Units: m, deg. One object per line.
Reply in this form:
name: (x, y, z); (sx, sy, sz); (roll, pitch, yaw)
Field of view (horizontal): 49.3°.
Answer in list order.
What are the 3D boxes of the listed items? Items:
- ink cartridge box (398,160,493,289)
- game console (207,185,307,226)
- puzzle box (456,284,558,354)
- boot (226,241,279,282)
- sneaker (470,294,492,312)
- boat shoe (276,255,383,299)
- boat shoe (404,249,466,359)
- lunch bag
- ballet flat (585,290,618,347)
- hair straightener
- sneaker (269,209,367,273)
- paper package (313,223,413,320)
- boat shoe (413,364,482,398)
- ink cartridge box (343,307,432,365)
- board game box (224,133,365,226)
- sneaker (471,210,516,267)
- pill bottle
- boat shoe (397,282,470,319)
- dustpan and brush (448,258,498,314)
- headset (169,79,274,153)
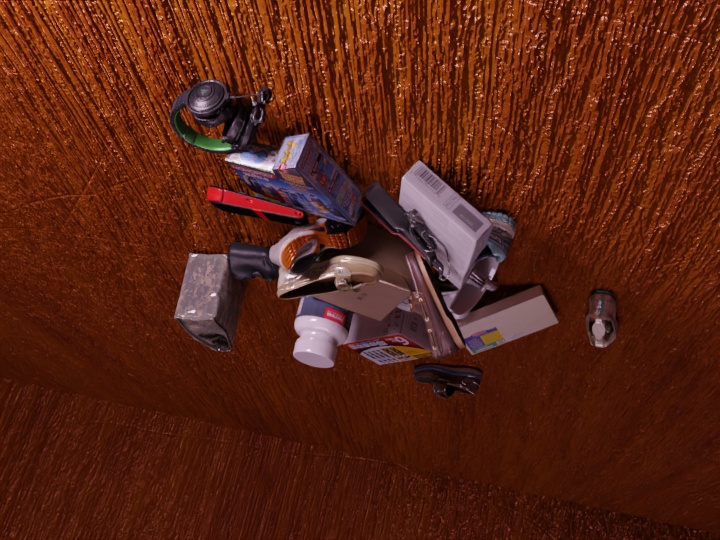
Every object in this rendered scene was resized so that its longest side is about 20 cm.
ink cartridge box: (0.133, -0.069, 1.297); (0.160, 0.047, 0.201); (42, 163, 16)
game console: (-0.179, -0.113, 1.405); (0.173, 0.032, 0.200); (11, 179, -2)
puzzle box: (0.292, 0.103, 1.592); (0.197, 0.026, 0.133); (-23, 144, 16)
boot: (-0.196, -0.024, 1.618); (0.164, 0.078, 0.201); (9, 162, 2)
sneaker: (0.198, 0.085, 1.667); (0.075, 0.071, 0.200); (35, 144, -12)
boat shoe: (-0.054, 0.019, 1.395); (0.196, 0.064, 0.074); (-5, 148, 19)
boat shoe: (0.120, 0.062, 1.418); (0.069, 0.203, 0.070); (-24, 178, 15)
lunch bag: (-0.334, 0.078, 1.804); (0.115, 0.167, 0.201); (2, 153, 13)
ballet flat: (0.473, 0.111, 1.551); (0.067, 0.069, 0.201); (3, 154, 24)
hair straightener: (0.078, -0.065, 1.279); (0.201, 0.041, 0.077); (51, 162, 10)
sneaker: (-0.079, -0.064, 1.393); (0.091, 0.198, 0.077); (11, 122, 53)
paper package: (0.000, 0.000, 1.533); (0.187, 0.105, 0.200); (19, 156, -11)
boat shoe: (0.222, 0.294, 2.069); (0.197, 0.074, 0.072); (-5, 150, 36)
ink cartridge box: (0.091, 0.159, 1.841); (0.174, 0.085, 0.198); (31, 150, -33)
board game box: (-0.109, -0.160, 1.274); (0.196, 0.063, 0.200); (17, 165, 19)
sneaker: (0.167, -0.051, 1.352); (0.196, 0.088, 0.078); (-2, 152, 33)
pill bottle: (-0.074, 0.093, 1.650); (0.117, 0.204, 0.120); (11, 156, 5)
boat shoe: (0.141, 0.044, 1.604); (0.197, 0.073, 0.068); (8, 120, 40)
dustpan and brush: (0.229, 0.021, 1.472); (0.057, 0.141, 0.200); (30, -173, 10)
headset: (-0.205, -0.224, 1.180); (0.197, 0.096, 0.123); (-18, 142, 38)
